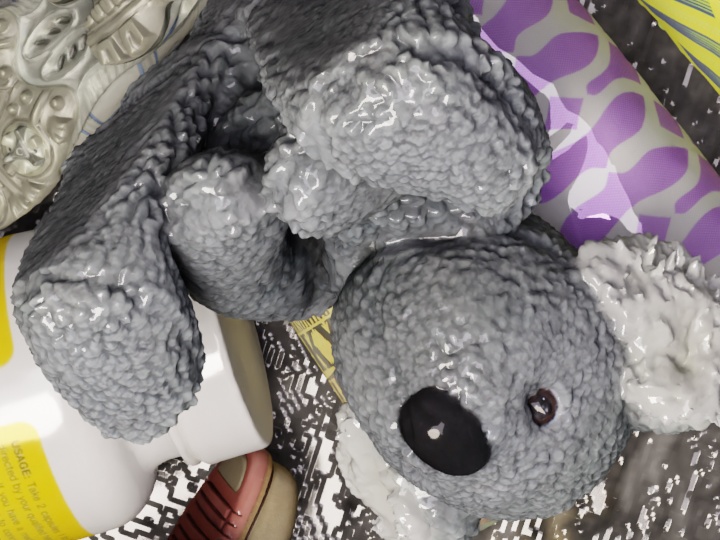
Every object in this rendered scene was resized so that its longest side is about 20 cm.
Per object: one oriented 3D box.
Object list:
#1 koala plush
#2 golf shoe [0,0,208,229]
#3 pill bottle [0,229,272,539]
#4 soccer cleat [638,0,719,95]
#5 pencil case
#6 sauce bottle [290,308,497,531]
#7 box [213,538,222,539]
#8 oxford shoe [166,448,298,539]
[{"bbox_3d":[0.021,0.001,0.949,0.177,0.184,0.200,-34,111,22],"label":"koala plush"},{"bbox_3d":[-0.099,-0.078,1.046,0.200,0.097,0.078,-38,84,34],"label":"golf shoe"},{"bbox_3d":[-0.137,0.048,1.039,0.199,0.111,0.112,-15,93,7],"label":"pill bottle"},{"bbox_3d":[0.102,-0.124,1.041,0.084,0.065,0.200,-28,96,36],"label":"soccer cleat"},{"bbox_3d":[0.058,-0.051,1.034,0.085,0.084,0.200,-38,89,31],"label":"pencil case"},{"bbox_3d":[0.000,0.000,1.049,0.065,0.065,0.200,-33,89,7],"label":"sauce bottle"},{"bbox_3d":[-0.063,0.217,1.000,0.161,0.049,0.200,-37,77,23],"label":"box"},{"bbox_3d":[-0.049,0.161,1.071,0.075,0.070,0.201,15,100,-15],"label":"oxford shoe"}]
